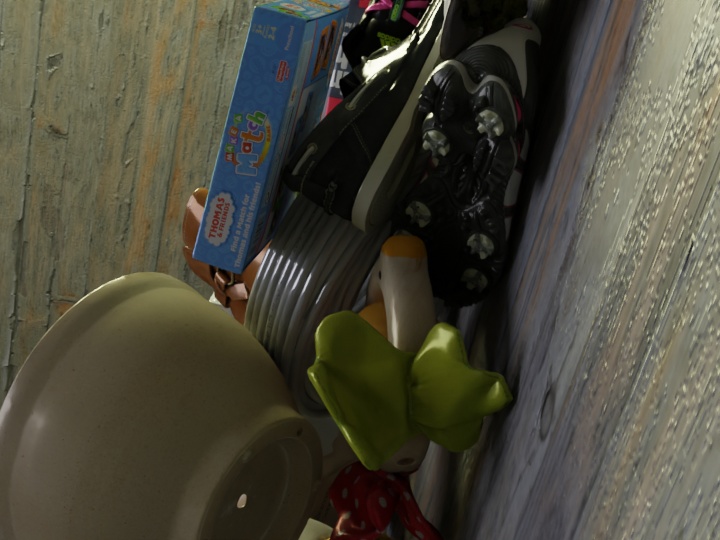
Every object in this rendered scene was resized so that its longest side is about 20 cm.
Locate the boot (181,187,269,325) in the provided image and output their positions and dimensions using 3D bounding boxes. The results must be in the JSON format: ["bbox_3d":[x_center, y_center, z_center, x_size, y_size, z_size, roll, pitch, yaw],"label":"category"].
[{"bbox_3d":[-0.066,-0.020,1.200,0.076,0.155,0.201,-31,-29,-29],"label":"boot"}]

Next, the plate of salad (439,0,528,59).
[{"bbox_3d":[0.100,-0.208,0.912,0.201,0.048,0.200,-60,-8,-13],"label":"plate of salad"}]

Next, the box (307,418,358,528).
[{"bbox_3d":[-0.056,0.161,1.204,0.199,0.077,0.096,-26,-36,-54],"label":"box"}]

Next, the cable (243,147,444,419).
[{"bbox_3d":[0.000,0.000,1.070,0.200,0.069,0.201,-40,-29,-35],"label":"cable"}]

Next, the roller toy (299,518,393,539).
[{"bbox_3d":[-0.065,0.260,1.064,0.140,0.180,0.202,-101,20,-63],"label":"roller toy"}]

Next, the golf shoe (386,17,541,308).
[{"bbox_3d":[0.072,-0.058,0.959,0.088,0.077,0.201,-51,-17,-38],"label":"golf shoe"}]

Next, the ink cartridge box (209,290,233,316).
[{"bbox_3d":[-0.064,0.129,1.411,0.084,0.174,0.202,-86,9,-77],"label":"ink cartridge box"}]

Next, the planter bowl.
[{"bbox_3d":[-0.108,0.120,0.968,0.200,0.134,0.202,-38,-40,-40],"label":"planter bowl"}]

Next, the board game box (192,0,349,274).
[{"bbox_3d":[-0.052,-0.093,1.004,0.200,0.036,0.153,-57,-17,-76],"label":"board game box"}]

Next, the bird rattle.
[{"bbox_3d":[0.028,0.074,0.957,0.201,0.111,0.165,87,-179,-59],"label":"bird rattle"}]

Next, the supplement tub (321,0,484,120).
[{"bbox_3d":[0.016,-0.138,1.233,0.140,0.139,0.202,-123,44,-82],"label":"supplement tub"}]

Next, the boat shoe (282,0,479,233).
[{"bbox_3d":[0.021,-0.117,0.986,0.201,0.067,0.072,-59,-18,-28],"label":"boat shoe"}]

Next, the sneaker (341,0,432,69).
[{"bbox_3d":[0.033,-0.173,1.076,0.087,0.073,0.201,-47,-29,-48],"label":"sneaker"}]
